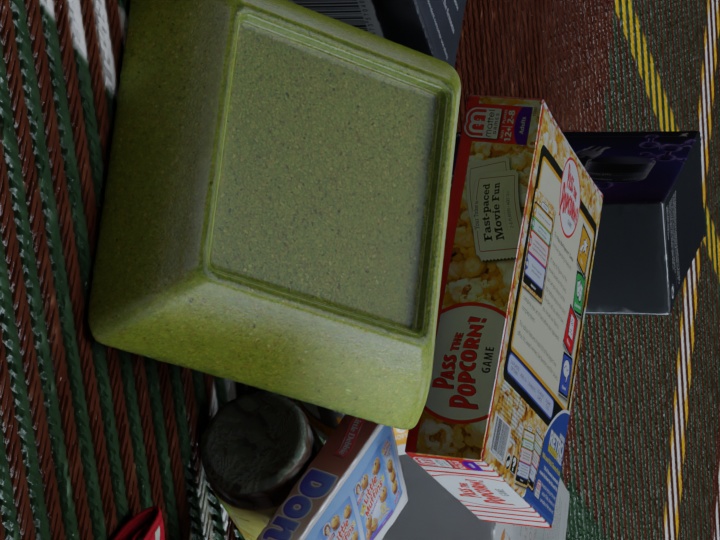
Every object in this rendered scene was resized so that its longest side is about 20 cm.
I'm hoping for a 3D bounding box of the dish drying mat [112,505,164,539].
[{"bbox_3d":[-0.102,0.221,1.293,0.077,0.018,0.201,-58,145,-61],"label":"dish drying mat"}]

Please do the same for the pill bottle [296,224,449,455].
[{"bbox_3d":[0.000,0.000,1.449,0.201,0.116,0.117,73,25,-45],"label":"pill bottle"}]

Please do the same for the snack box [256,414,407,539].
[{"bbox_3d":[-0.036,0.160,1.341,0.200,0.024,0.072,-53,146,-35],"label":"snack box"}]

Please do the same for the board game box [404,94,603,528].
[{"bbox_3d":[0.083,0.025,1.443,0.152,0.046,0.201,48,50,-64],"label":"board game box"}]

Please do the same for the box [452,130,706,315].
[{"bbox_3d":[0.108,-0.032,1.659,0.141,0.199,0.079,-49,137,-65],"label":"box"}]

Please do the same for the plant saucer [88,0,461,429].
[{"bbox_3d":[-0.026,-0.042,1.289,0.199,0.048,0.201,18,70,-33],"label":"plant saucer"}]

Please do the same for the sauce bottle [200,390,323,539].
[{"bbox_3d":[-0.032,0.139,1.440,0.200,0.064,0.065,66,29,-54],"label":"sauce bottle"}]

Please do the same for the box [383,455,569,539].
[{"bbox_3d":[0.066,0.167,1.708,0.200,0.097,0.125,59,36,-61],"label":"box"}]

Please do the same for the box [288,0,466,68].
[{"bbox_3d":[0.001,-0.218,1.462,0.148,0.104,0.201,67,29,-53],"label":"box"}]
